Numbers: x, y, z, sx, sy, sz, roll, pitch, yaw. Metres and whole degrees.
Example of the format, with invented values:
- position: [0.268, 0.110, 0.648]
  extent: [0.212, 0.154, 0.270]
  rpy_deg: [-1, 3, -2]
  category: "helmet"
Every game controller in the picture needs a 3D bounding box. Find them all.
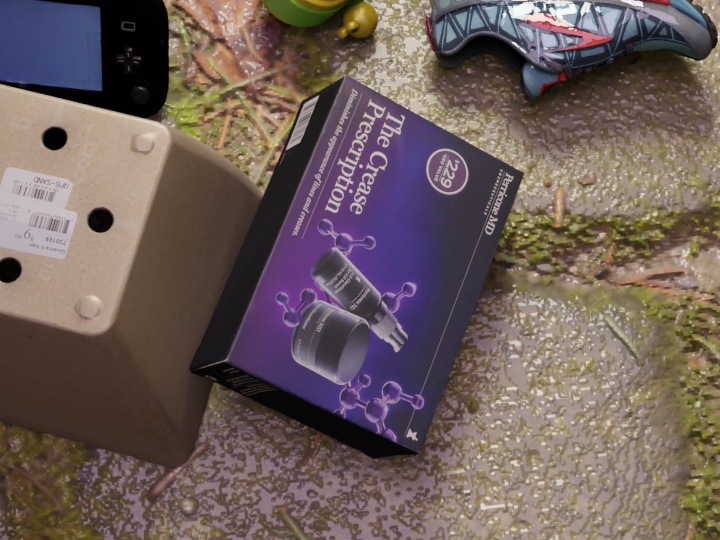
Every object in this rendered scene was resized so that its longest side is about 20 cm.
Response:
- position: [-0.229, -0.160, 1.087]
  extent: [0.200, 0.104, 0.042]
  rpy_deg: [6, 40, 4]
  category: "game controller"

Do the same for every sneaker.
- position: [0.142, -0.157, 1.094]
  extent: [0.200, 0.079, 0.096]
  rpy_deg: [12, 82, 14]
  category: "sneaker"

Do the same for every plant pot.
- position: [-0.186, -0.013, 0.993]
  extent: [0.199, 0.177, 0.200]
  rpy_deg: [14, 72, 6]
  category: "plant pot"

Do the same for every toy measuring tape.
- position: [-0.065, -0.232, 1.098]
  extent: [0.200, 0.074, 0.074]
  rpy_deg: [46, 77, -11]
  category: "toy measuring tape"

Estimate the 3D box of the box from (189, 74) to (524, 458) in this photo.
- position: [0.000, 0.000, 1.011]
  extent: [0.141, 0.079, 0.200]
  rpy_deg: [27, 73, -19]
  category: "box"
